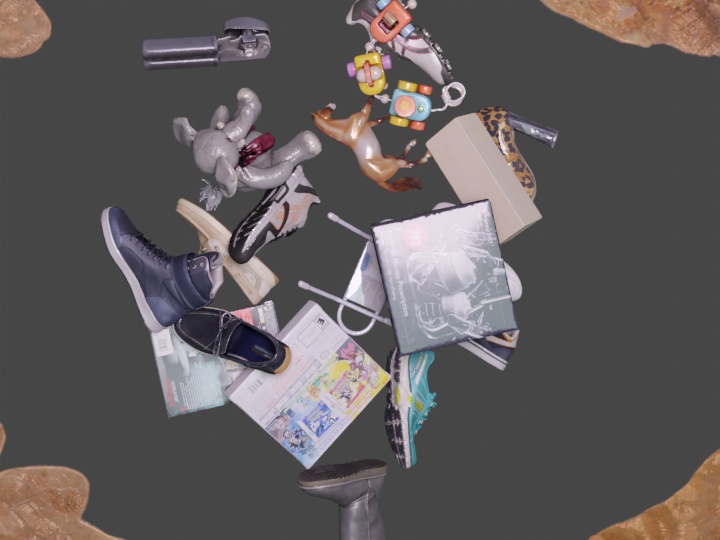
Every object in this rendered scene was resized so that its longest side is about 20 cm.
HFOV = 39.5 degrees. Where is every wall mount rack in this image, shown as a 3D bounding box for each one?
[{"bbox_3d":[0.000,0.000,1.591,0.173,0.075,0.201,24,87,-9],"label":"wall mount rack"}]

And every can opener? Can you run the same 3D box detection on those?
[{"bbox_3d":[-0.238,-0.352,1.551,0.199,0.053,0.067,-6,62,-10],"label":"can opener"}]

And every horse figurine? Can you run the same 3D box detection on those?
[{"bbox_3d":[0.026,-0.200,1.599,0.132,0.050,0.200,-34,95,-15],"label":"horse figurine"}]

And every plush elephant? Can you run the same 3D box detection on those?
[{"bbox_3d":[-0.188,-0.184,1.490,0.165,0.155,0.200,43,89,14],"label":"plush elephant"}]

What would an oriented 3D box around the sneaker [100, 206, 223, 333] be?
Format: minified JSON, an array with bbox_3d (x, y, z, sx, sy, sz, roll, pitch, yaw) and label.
[{"bbox_3d":[-0.291,-0.026,1.508,0.146,0.077,0.203,-25,95,16],"label":"sneaker"}]

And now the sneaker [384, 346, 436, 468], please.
[{"bbox_3d":[0.087,0.221,1.621,0.079,0.077,0.201,2,92,-19],"label":"sneaker"}]

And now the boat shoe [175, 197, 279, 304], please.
[{"bbox_3d":[-0.217,-0.030,1.553,0.200,0.072,0.065,44,85,-14],"label":"boat shoe"}]

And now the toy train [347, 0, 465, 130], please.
[{"bbox_3d":[0.063,-0.313,1.541,0.150,0.056,0.200,-37,94,15],"label":"toy train"}]

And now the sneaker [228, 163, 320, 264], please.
[{"bbox_3d":[-0.126,-0.075,1.534,0.080,0.074,0.200,51,54,-22],"label":"sneaker"}]

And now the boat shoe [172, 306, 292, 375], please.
[{"bbox_3d":[-0.198,0.101,1.520,0.199,0.062,0.075,21,78,16],"label":"boat shoe"}]

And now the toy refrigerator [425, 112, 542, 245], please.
[{"bbox_3d":[0.196,-0.143,1.587,0.070,0.076,0.200,-23,79,-50],"label":"toy refrigerator"}]

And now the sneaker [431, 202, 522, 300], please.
[{"bbox_3d":[0.172,-0.021,1.599,0.080,0.070,0.201,-32,80,-26],"label":"sneaker"}]

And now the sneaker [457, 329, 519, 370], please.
[{"bbox_3d":[0.168,0.083,1.626,0.200,0.078,0.080,29,92,-21],"label":"sneaker"}]

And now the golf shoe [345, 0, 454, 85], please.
[{"bbox_3d":[0.067,-0.362,1.595,0.088,0.077,0.200,-42,94,10],"label":"golf shoe"}]

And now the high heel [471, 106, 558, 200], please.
[{"bbox_3d":[0.222,-0.161,1.636,0.142,0.071,0.201,21,92,1],"label":"high heel"}]

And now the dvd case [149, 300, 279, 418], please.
[{"bbox_3d":[-0.220,0.140,1.584,0.199,0.022,0.147,-13,95,-11],"label":"dvd case"}]

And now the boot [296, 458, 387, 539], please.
[{"bbox_3d":[-0.024,0.411,1.594,0.181,0.072,0.201,1,98,-34],"label":"boot"}]

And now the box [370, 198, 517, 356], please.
[{"bbox_3d":[0.123,0.008,1.513,0.181,0.104,0.201,-13,93,0],"label":"box"}]

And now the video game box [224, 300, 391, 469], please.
[{"bbox_3d":[-0.081,0.180,1.583,0.200,0.047,0.182,-47,108,-7],"label":"video game box"}]
